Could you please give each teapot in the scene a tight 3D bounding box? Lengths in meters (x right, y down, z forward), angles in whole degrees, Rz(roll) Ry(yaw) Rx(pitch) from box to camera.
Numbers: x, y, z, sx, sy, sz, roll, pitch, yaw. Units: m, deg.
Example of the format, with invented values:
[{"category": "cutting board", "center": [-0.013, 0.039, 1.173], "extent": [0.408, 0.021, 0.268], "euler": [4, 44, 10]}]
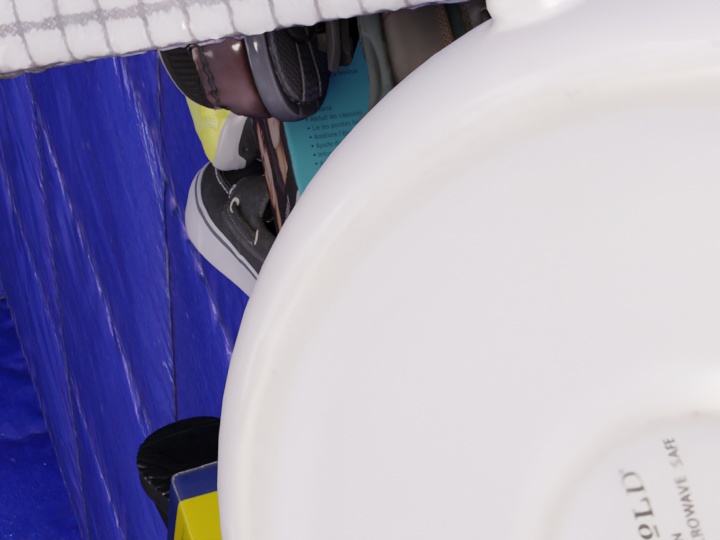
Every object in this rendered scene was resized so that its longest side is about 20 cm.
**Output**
[{"category": "teapot", "center": [0.076, 0.026, 0.403], "extent": [0.201, 0.197, 0.146], "euler": [-67, -12, 22]}]

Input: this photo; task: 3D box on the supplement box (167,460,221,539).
[{"category": "supplement box", "center": [-0.010, 0.188, 1.023], "extent": [0.109, 0.109, 0.201], "euler": [104, 149, -65]}]

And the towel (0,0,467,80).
[{"category": "towel", "center": [-0.040, -0.146, 0.618], "extent": [0.086, 0.199, 0.166], "euler": [-26, -74, -74]}]

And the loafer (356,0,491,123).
[{"category": "loafer", "center": [0.032, -0.060, 0.678], "extent": [0.072, 0.063, 0.201], "euler": [75, -170, -51]}]

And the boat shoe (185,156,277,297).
[{"category": "boat shoe", "center": [-0.025, -0.014, 0.978], "extent": [0.200, 0.068, 0.057], "euler": [-127, 45, -56]}]

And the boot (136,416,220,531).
[{"category": "boot", "center": [-0.083, 0.202, 1.438], "extent": [0.198, 0.073, 0.163], "euler": [-133, 28, -63]}]

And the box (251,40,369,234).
[{"category": "box", "center": [0.000, 0.000, 0.841], "extent": [0.082, 0.049, 0.201], "euler": [98, 161, -60]}]

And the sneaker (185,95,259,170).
[{"category": "sneaker", "center": [-0.084, -0.141, 1.002], "extent": [0.075, 0.076, 0.201], "euler": [134, 125, -75]}]

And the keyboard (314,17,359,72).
[{"category": "keyboard", "center": [-0.013, -0.174, 0.716], "extent": [0.127, 0.021, 0.201], "euler": [-77, -16, -72]}]

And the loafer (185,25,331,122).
[{"category": "loafer", "center": [-0.043, -0.103, 0.784], "extent": [0.200, 0.063, 0.072], "euler": [-80, -22, -60]}]

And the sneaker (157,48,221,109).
[{"category": "sneaker", "center": [-0.050, -0.166, 0.920], "extent": [0.083, 0.080, 0.201], "euler": [-94, 2, -68]}]
